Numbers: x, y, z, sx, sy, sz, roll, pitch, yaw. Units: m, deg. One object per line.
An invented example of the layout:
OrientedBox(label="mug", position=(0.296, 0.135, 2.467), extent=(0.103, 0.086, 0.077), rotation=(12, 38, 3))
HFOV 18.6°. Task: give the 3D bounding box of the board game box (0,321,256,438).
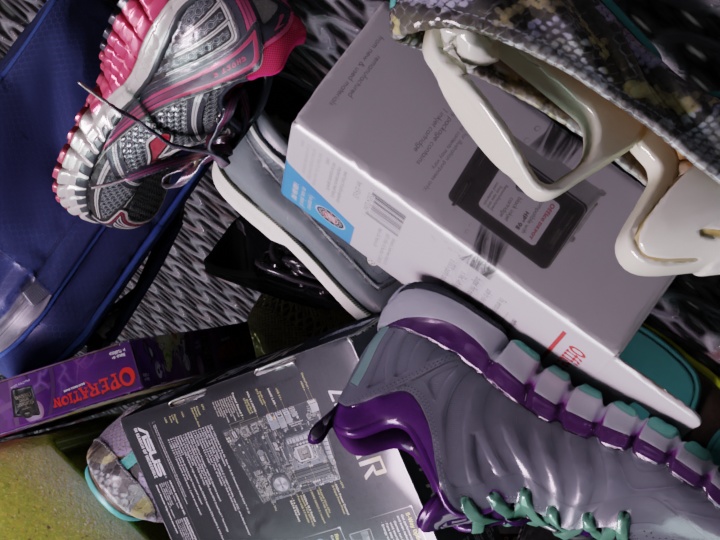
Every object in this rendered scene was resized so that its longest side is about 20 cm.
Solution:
OrientedBox(label="board game box", position=(-0.135, 0.059, 1.127), extent=(0.200, 0.119, 0.033), rotation=(-6, -98, -77))

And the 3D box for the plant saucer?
OrientedBox(label="plant saucer", position=(-0.108, 0.146, 1.173), extent=(0.200, 0.048, 0.200), rotation=(43, -168, 10))

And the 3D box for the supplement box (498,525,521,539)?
OrientedBox(label="supplement box", position=(0.066, 0.177, 1.175), extent=(0.198, 0.134, 0.198), rotation=(-2, 140, 15))

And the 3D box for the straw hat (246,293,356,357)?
OrientedBox(label="straw hat", position=(-0.018, 0.037, 1.275), extent=(0.200, 0.085, 0.201), rotation=(35, 167, 9))

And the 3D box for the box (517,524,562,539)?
OrientedBox(label="box", position=(0.184, 0.180, 0.992), extent=(0.191, 0.048, 0.201), rotation=(-2, 133, 24))

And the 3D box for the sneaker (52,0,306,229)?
OrientedBox(label="sneaker", position=(-0.086, -0.070, 1.002), extent=(0.074, 0.081, 0.200), rotation=(34, 149, 1))

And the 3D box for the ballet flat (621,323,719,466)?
OrientedBox(label="ballet flat", position=(0.158, 0.081, 1.015), extent=(0.199, 0.067, 0.067), rotation=(30, 172, 22))

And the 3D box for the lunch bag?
OrientedBox(label="lunch bag", position=(-0.160, -0.034, 1.147), extent=(0.132, 0.201, 0.136), rotation=(36, 161, -12))

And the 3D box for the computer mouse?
OrientedBox(label="computer mouse", position=(0.000, 0.000, 1.135), extent=(0.139, 0.046, 0.200), rotation=(18, 176, -13))

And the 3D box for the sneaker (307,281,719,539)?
OrientedBox(label="sneaker", position=(0.076, 0.090, 0.897), extent=(0.199, 0.088, 0.075), rotation=(32, 167, 22))

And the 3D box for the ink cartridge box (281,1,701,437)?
OrientedBox(label="ink cartridge box", position=(0.066, -0.013, 0.913), extent=(0.199, 0.067, 0.116), rotation=(36, 167, 3))

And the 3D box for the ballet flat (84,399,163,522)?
OrientedBox(label="ballet flat", position=(-0.076, 0.093, 1.162), extent=(0.072, 0.072, 0.200), rotation=(33, -171, 15))

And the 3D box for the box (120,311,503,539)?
OrientedBox(label="box", position=(-0.010, 0.134, 1.015), extent=(0.159, 0.043, 0.201), rotation=(-22, 93, 40))

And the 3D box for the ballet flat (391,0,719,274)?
OrientedBox(label="ballet flat", position=(0.090, -0.040, 0.718), extent=(0.200, 0.072, 0.072), rotation=(37, 167, -2))

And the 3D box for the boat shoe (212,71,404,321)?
OrientedBox(label="boat shoe", position=(0.013, -0.024, 1.010), extent=(0.199, 0.073, 0.062), rotation=(36, 134, 23))
